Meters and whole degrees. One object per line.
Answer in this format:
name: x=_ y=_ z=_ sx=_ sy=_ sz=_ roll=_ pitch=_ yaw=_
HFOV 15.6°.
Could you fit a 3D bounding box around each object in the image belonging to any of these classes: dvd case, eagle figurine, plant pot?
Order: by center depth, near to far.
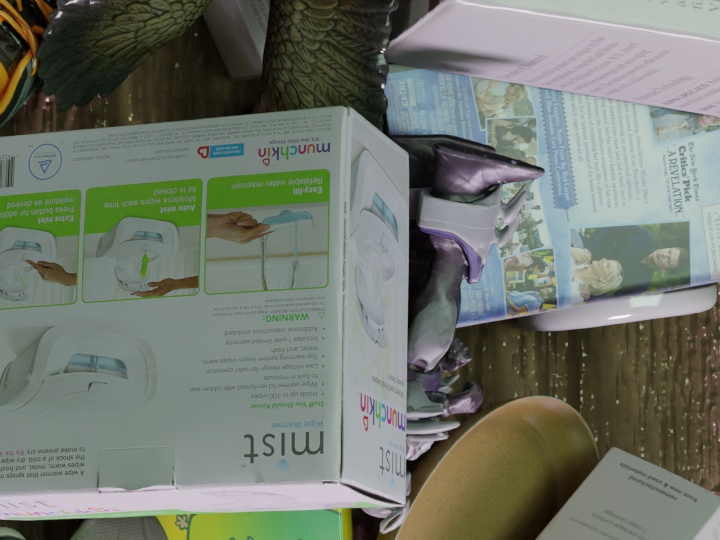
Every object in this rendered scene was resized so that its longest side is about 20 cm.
eagle figurine: x=-0.048 y=-0.151 z=1.277 sx=0.151 sy=0.151 sz=0.200 roll=34 pitch=75 yaw=-56
dvd case: x=0.112 y=-0.053 z=1.373 sx=0.199 sy=0.018 sz=0.143 roll=-9 pitch=97 yaw=-10
plant pot: x=0.061 y=0.159 z=1.406 sx=0.200 sy=0.027 sz=0.201 roll=-25 pitch=124 yaw=-44

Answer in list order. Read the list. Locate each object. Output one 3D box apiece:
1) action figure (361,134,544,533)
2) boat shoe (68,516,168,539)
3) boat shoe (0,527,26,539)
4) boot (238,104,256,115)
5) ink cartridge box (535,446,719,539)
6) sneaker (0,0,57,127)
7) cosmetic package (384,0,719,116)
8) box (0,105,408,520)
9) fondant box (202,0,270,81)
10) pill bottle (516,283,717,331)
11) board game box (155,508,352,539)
action figure: x=0.032 y=0.036 z=1.295 sx=0.069 sy=0.130 sz=0.201 roll=10 pitch=100 yaw=-10
boat shoe: x=-0.139 y=0.214 z=1.301 sx=0.074 sy=0.073 sz=0.201 roll=12 pitch=82 yaw=-25
boat shoe: x=-0.210 y=0.212 z=1.255 sx=0.200 sy=0.068 sz=0.072 roll=-52 pitch=134 yaw=-23
boot: x=0.000 y=0.000 z=1.401 sx=0.075 sy=0.074 sz=0.200 roll=-19 pitch=94 yaw=-39
ink cartridge box: x=0.123 y=0.221 z=1.418 sx=0.200 sy=0.086 sz=0.147 roll=-49 pitch=139 yaw=-24
sneaker: x=-0.177 y=-0.113 z=1.296 sx=0.078 sy=0.077 sz=0.200 roll=46 pitch=65 yaw=-18
cosmetic package: x=0.127 y=-0.179 z=1.280 sx=0.199 sy=0.165 sz=0.165 roll=9 pitch=82 yaw=-10
box: x=-0.084 y=0.025 z=1.235 sx=0.097 sy=0.199 sz=0.177 roll=29 pitch=59 yaw=-67
fondant box: x=-0.006 y=-0.208 z=1.399 sx=0.200 sy=0.058 sz=0.145 roll=-28 pitch=101 yaw=-22
pill bottle: x=0.130 y=-0.071 z=1.452 sx=0.114 sy=0.114 sz=0.201 roll=-7 pitch=90 yaw=-31
board game box: x=-0.058 y=0.085 z=1.336 sx=0.101 sy=0.048 sz=0.201 roll=-2 pitch=91 yaw=7
